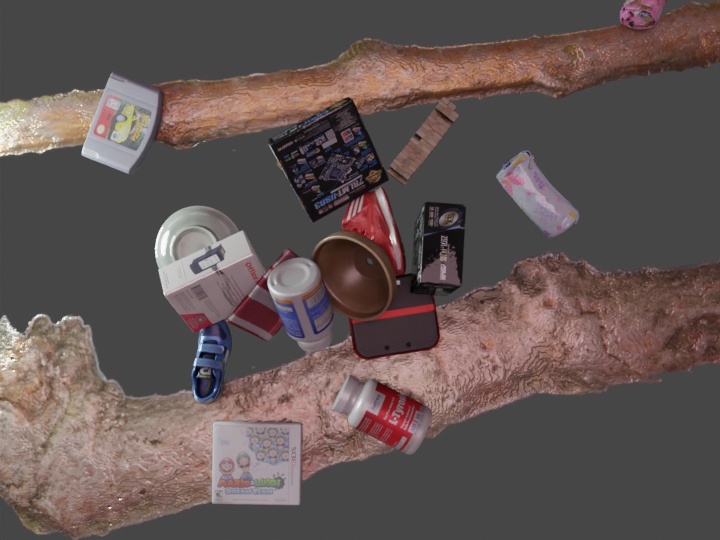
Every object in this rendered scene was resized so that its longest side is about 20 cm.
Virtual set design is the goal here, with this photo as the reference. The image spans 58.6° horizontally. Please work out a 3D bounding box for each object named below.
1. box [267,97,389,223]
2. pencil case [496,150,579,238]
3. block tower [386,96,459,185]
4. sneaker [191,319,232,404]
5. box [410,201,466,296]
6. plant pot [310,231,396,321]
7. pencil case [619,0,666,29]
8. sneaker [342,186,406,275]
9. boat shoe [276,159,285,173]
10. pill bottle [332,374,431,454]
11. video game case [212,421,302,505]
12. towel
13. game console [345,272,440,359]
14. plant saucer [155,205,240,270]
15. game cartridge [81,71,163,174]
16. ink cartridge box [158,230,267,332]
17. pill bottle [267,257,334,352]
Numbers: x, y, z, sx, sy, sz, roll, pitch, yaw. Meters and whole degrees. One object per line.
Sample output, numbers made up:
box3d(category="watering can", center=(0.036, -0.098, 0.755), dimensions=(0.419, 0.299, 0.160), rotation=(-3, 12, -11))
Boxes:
box3d(category="box", center=(-0.066, -0.235, 1.377), dimensions=(0.200, 0.050, 0.199), rotation=(-30, 119, -2))
box3d(category="pencil case", center=(0.388, -0.167, 1.407), dimensions=(0.091, 0.083, 0.200), rotation=(-39, 92, 22))
box3d(category="block tower", center=(0.140, -0.284, 1.418), dimensions=(0.054, 0.058, 0.200), rotation=(38, 92, 0))
box3d(category="sneaker", center=(-0.329, 0.200, 1.412), dimensions=(0.074, 0.082, 0.201), rotation=(4, 89, 1))
box3d(category="box", center=(0.159, -0.039, 1.340), dimensions=(0.086, 0.200, 0.165), rotation=(5, 81, 0))
box3d(category="plant pot", center=(0.000, 0.000, 1.372), dimensions=(0.200, 0.093, 0.202), rotation=(17, 124, 27))
box3d(category="pencil case", center=(0.636, -0.636, 1.403), dimensions=(0.083, 0.086, 0.201), rotation=(18, 91, 31))
box3d(category="sneaker", center=(0.027, -0.075, 1.422), dimensions=(0.115, 0.078, 0.201), rotation=(-16, 79, 8))
box3d(category="boat shoe", center=(-0.088, -0.273, 1.419), dimensions=(0.200, 0.072, 0.072), rotation=(-40, 120, -3))
box3d(category="pill bottle", center=(0.045, 0.309, 1.400), dimensions=(0.199, 0.112, 0.113), rotation=(26, 91, -1))
box3d(category="video game case", center=(-0.233, 0.434, 1.445), dimensions=(0.199, 0.024, 0.183), rotation=(1, 91, 0))
box3d(category="towel", center=(-0.181, 0.058, 1.388), dimensions=(0.200, 0.144, 0.023), rotation=(-50, 53, 1))
box3d(category="game console", center=(0.073, 0.102, 1.442), dimensions=(0.199, 0.031, 0.178), rotation=(-9, 85, -1))
box3d(category="plant saucer", center=(-0.361, -0.045, 1.423), dimensions=(0.199, 0.050, 0.201), rotation=(0, 90, 0))
box3d(category="game cartridge", center=(-0.520, -0.324, 1.424), dimensions=(0.133, 0.041, 0.201), rotation=(21, 91, -5))
box3d(category="ink cartridge box", center=(-0.301, 0.025, 1.366), dimensions=(0.199, 0.145, 0.084), rotation=(-25, 50, -4))
box3d(category="pill bottle", center=(-0.117, 0.079, 1.355), dimensions=(0.112, 0.112, 0.200), rotation=(-14, 134, 0))
